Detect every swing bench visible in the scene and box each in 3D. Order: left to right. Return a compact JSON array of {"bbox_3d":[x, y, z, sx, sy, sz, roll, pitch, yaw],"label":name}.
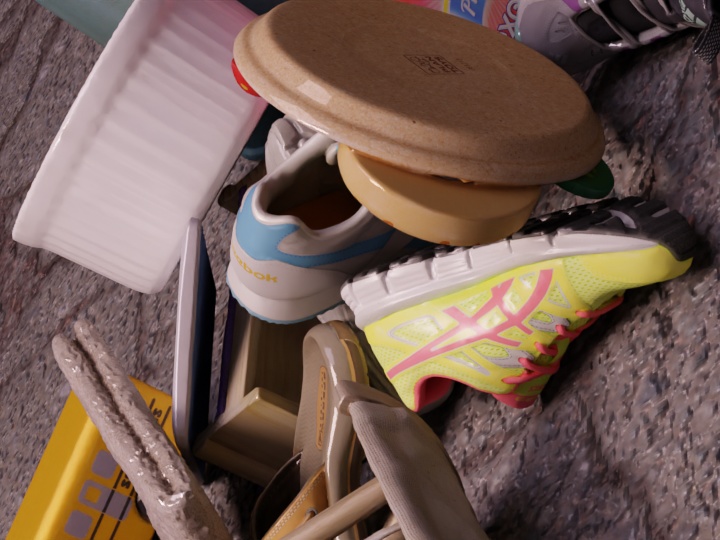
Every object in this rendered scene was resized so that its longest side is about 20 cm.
[{"bbox_3d":[0.004,0.194,1.079,0.200,0.130,0.199,-49,28,14],"label":"swing bench"}]

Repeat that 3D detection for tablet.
[{"bbox_3d":[-0.098,0.053,1.371,0.200,0.014,0.131,93,180,-78],"label":"tablet"}]

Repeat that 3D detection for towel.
[{"bbox_3d":[-0.110,0.120,1.295,0.034,0.133,0.200,-33,36,-7],"label":"towel"}]

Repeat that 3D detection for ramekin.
[{"bbox_3d":[-0.121,-0.083,1.417,0.201,0.098,0.200,-60,3,6],"label":"ramekin"}]

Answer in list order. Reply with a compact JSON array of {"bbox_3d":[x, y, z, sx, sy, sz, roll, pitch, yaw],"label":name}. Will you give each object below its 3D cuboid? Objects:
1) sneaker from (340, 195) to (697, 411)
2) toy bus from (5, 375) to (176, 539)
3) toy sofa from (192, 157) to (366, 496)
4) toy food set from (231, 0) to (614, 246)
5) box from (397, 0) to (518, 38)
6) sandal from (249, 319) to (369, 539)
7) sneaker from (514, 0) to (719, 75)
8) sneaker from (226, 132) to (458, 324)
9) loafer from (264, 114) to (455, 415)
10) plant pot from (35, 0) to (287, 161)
[{"bbox_3d":[0.086,0.021,1.161,0.200,0.078,0.091,-16,92,40],"label":"sneaker"},{"bbox_3d":[-0.174,0.165,1.470,0.065,0.078,0.200,8,72,62],"label":"toy bus"},{"bbox_3d":[-0.049,0.037,1.361,0.098,0.083,0.200,-39,35,38],"label":"toy sofa"},{"bbox_3d":[0.032,-0.082,1.166,0.200,0.198,0.049,31,119,29],"label":"toy food set"},{"bbox_3d":[0.046,-0.167,1.364,0.103,0.095,0.200,7,72,63],"label":"box"},{"bbox_3d":[-0.030,0.126,1.226,0.080,0.054,0.201,-173,84,-68],"label":"sandal"},{"bbox_3d":[0.154,-0.139,1.164,0.200,0.078,0.140,-46,30,31],"label":"sneaker"},{"bbox_3d":[0.018,-0.048,1.238,0.200,0.077,0.081,-34,-26,-28],"label":"sneaker"},{"bbox_3d":[0.000,0.000,1.294,0.070,0.070,0.200,101,152,-55],"label":"loafer"},{"bbox_3d":[-0.110,-0.207,1.567,0.200,0.196,0.201,-42,32,35],"label":"plant pot"}]
